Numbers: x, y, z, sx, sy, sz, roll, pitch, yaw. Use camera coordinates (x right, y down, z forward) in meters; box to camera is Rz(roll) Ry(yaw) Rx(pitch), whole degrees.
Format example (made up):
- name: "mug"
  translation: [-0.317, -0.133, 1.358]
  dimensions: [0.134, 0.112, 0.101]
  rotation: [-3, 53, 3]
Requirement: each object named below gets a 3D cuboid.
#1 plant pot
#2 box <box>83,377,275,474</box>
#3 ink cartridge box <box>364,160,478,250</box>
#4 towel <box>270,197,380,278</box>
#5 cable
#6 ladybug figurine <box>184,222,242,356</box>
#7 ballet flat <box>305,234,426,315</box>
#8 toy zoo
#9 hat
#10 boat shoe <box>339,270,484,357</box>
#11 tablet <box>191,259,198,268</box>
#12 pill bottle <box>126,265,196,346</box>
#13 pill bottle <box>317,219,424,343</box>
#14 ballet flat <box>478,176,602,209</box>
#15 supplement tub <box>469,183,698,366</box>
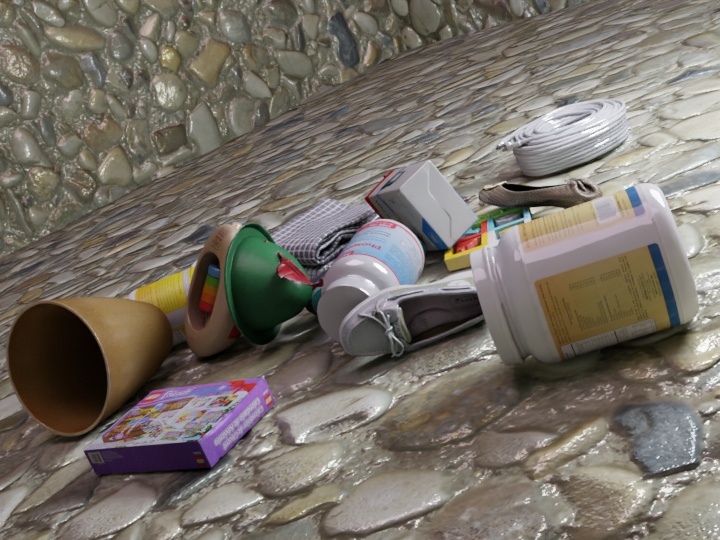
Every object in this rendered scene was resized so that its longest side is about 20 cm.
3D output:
- name: "plant pot"
  translation: [-0.361, 0.113, 1.468]
  dimensions: [0.185, 0.188, 0.200]
  rotation: [-12, 5, 31]
- name: "box"
  translation: [-0.217, 0.187, 1.241]
  dimensions: [0.199, 0.039, 0.137]
  rotation: [-11, 21, 36]
- name: "ink cartridge box"
  translation: [0.081, -0.091, 1.543]
  dimensions: [0.067, 0.116, 0.200]
  rotation: [-45, 11, -13]
- name: "towel"
  translation: [-0.055, -0.051, 1.698]
  dimensions: [0.165, 0.086, 0.199]
  rotation: [-2, 26, 48]
- name: "cable"
  translation: [0.354, -0.226, 1.744]
  dimensions: [0.199, 0.070, 0.200]
  rotation: [-4, 24, 45]
- name: "ladybug figurine"
  translation: [-0.196, 0.029, 1.501]
  dimensions: [0.071, 0.202, 0.136]
  rotation: [11, 13, -34]
- name: "ballet flat"
  translation: [0.000, 0.000, 1.499]
  dimensions: [0.199, 0.074, 0.073]
  rotation: [-29, 17, -14]
- name: "toy zoo"
  translation: [0.186, -0.050, 1.491]
  dimensions: [0.130, 0.021, 0.200]
  rotation: [-19, 16, 13]
- name: "hat"
  translation: [-0.074, 0.015, 1.405]
  dimensions: [0.174, 0.166, 0.201]
  rotation: [-9, 39, 24]
- name: "boat shoe"
  translation: [0.071, 0.055, 1.227]
  dimensions: [0.200, 0.075, 0.065]
  rotation: [-15, 12, 0]
- name: "tablet"
  translation: [-0.201, -0.020, 1.789]
  dimensions: [0.129, 0.014, 0.200]
  rotation: [20, 25, 5]
- name: "pill bottle"
  translation: [-0.296, 0.064, 1.616]
  dimensions: [0.198, 0.105, 0.104]
  rotation: [-21, 16, 5]
- name: "pill bottle"
  translation: [0.012, 0.016, 1.356]
  dimensions: [0.108, 0.110, 0.200]
  rotation: [-15, 18, 23]
- name: "ballet flat"
  translation: [0.258, -0.115, 1.497]
  dimensions: [0.199, 0.047, 0.067]
  rotation: [8, 23, 41]
- name: "supplement tub"
  translation: [0.223, 0.009, 1.039]
  dimensions: [0.198, 0.146, 0.145]
  rotation: [-18, 17, 13]
